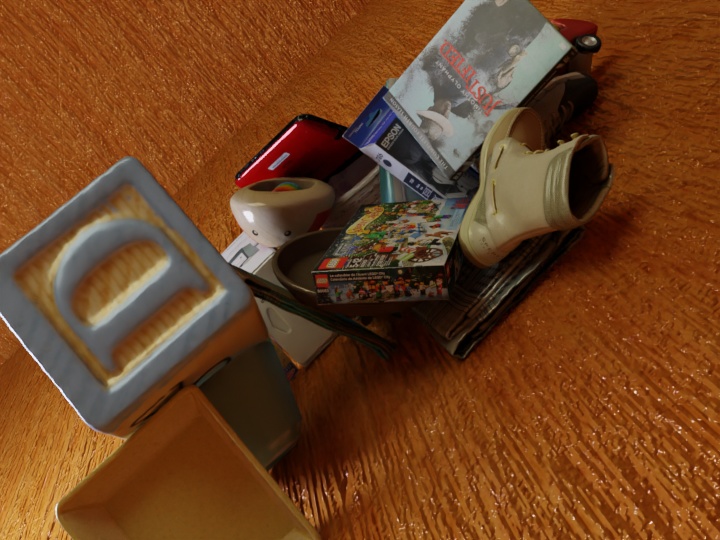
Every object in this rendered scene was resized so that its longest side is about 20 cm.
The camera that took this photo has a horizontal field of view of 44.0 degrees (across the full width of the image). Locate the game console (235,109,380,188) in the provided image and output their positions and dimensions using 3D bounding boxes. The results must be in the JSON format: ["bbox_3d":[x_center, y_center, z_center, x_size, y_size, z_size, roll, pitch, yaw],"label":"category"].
[{"bbox_3d":[-0.064,-0.190,1.271,0.199,0.171,0.120,-33,52,48],"label":"game console"}]

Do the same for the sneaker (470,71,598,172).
[{"bbox_3d":[0.221,-0.153,1.053,0.199,0.075,0.116,-29,50,-9],"label":"sneaker"}]

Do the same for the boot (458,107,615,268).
[{"bbox_3d":[0.185,-0.106,0.895,0.154,0.072,0.201,-25,36,52],"label":"boot"}]

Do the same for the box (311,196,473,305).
[{"bbox_3d":[0.042,-0.025,0.946,0.135,0.038,0.200,-3,23,16],"label":"box"}]

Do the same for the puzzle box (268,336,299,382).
[{"bbox_3d":[-0.174,0.161,1.108,0.025,0.133,0.201,17,62,45],"label":"puzzle box"}]

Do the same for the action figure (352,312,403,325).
[{"bbox_3d":[-0.018,0.023,1.143,0.055,0.118,0.200,-56,11,3],"label":"action figure"}]

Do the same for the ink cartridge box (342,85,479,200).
[{"bbox_3d":[0.085,-0.148,1.101,0.100,0.199,0.039,-54,-3,-22],"label":"ink cartridge box"}]

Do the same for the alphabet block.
[{"bbox_3d":[-0.225,0.040,0.902,0.195,0.197,0.200,-39,-10,-11],"label":"alphabet block"}]

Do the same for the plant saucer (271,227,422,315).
[{"bbox_3d":[0.000,0.000,0.998,0.197,0.030,0.201,1,25,0],"label":"plant saucer"}]

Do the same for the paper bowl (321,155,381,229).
[{"bbox_3d":[0.025,-0.120,1.303,0.200,0.104,0.201,-39,20,17],"label":"paper bowl"}]

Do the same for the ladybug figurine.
[{"bbox_3d":[-0.100,-0.079,1.180,0.134,0.073,0.200,1,14,10],"label":"ladybug figurine"}]

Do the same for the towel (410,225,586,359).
[{"bbox_3d":[0.133,-0.008,0.968,0.193,0.035,0.200,-45,20,0],"label":"towel"}]

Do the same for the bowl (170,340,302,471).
[{"bbox_3d":[-0.142,0.184,0.978,0.200,0.105,0.201,-41,-8,-7],"label":"bowl"}]

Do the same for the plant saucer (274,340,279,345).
[{"bbox_3d":[-0.200,0.164,1.275,0.200,0.051,0.201,-39,20,17],"label":"plant saucer"}]

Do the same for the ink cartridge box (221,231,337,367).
[{"bbox_3d":[-0.114,0.031,1.225,0.084,0.146,0.200,-44,20,-2],"label":"ink cartridge box"}]

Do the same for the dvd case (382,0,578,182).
[{"bbox_3d":[0.132,-0.224,1.025,0.200,0.147,0.022,-46,-26,23],"label":"dvd case"}]

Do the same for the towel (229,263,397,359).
[{"bbox_3d":[-0.067,0.045,1.035,0.022,0.199,0.146,-64,22,-1],"label":"towel"}]

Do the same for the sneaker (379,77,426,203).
[{"bbox_3d":[0.090,-0.154,1.166,0.080,0.129,0.203,118,150,-79],"label":"sneaker"}]

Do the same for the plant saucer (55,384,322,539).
[{"bbox_3d":[-0.164,0.243,0.870,0.200,0.200,0.048,-41,-4,9],"label":"plant saucer"}]

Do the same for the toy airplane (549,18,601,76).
[{"bbox_3d":[0.186,-0.265,1.122,0.200,0.198,0.142,-50,51,20],"label":"toy airplane"}]
